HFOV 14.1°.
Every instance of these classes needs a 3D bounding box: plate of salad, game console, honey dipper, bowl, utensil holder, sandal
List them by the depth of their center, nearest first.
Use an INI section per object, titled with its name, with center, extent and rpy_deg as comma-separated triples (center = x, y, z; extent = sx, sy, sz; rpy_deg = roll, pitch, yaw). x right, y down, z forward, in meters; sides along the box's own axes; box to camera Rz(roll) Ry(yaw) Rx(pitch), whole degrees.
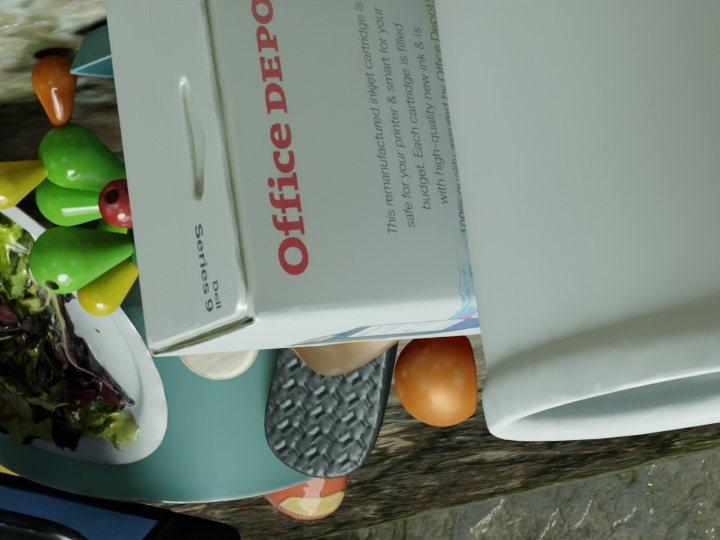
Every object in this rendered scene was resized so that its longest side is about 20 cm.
[utensil holder]
center = 0.110, -0.054, 1.006
extent = 0.169, 0.202, 0.170
rpy_deg = -9, 170, -2
[honey dipper]
center = -0.050, -0.009, 1.306
extent = 0.038, 0.038, 0.200
rpy_deg = -11, -159, 11
[plate of salad]
center = -0.174, 0.024, 1.314
extent = 0.200, 0.200, 0.048
rpy_deg = -23, -154, 55
[game console]
center = -0.175, 0.107, 1.350
extent = 0.199, 0.117, 0.176
rpy_deg = 11, -151, 20
[sandal]
center = 0.000, 0.000, 1.368
extent = 0.075, 0.201, 0.045
rpy_deg = 19, -159, 8
[bowl]
center = -0.096, 0.028, 1.456
extent = 0.199, 0.106, 0.201
rpy_deg = 2, -161, -1

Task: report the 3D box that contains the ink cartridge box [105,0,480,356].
[ink cartridge box]
center = 0.014, -0.049, 1.105
extent = 0.199, 0.146, 0.087
rpy_deg = -4, 171, -33

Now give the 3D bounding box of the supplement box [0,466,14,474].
[supplement box]
center = -0.122, 0.079, 1.857
extent = 0.199, 0.104, 0.131
rpy_deg = -11, 170, 18

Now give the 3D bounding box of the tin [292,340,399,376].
[tin]
center = 0.044, -0.031, 1.259
extent = 0.200, 0.042, 0.112
rpy_deg = -40, -171, 10

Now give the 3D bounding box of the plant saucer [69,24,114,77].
[plant saucer]
center = -0.026, -0.092, 1.210
extent = 0.070, 0.019, 0.199
rpy_deg = -18, 168, 42

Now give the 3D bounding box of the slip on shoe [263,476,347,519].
[slip on shoe]
center = -0.058, 0.073, 1.572
extent = 0.074, 0.062, 0.200
rpy_deg = -9, -155, -22

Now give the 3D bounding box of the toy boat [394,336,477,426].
[toy boat]
center = 0.040, 0.018, 1.567
extent = 0.199, 0.132, 0.130
rpy_deg = -12, 170, 20

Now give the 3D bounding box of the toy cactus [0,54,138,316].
[toy cactus]
center = -0.058, -0.037, 1.218
extent = 0.164, 0.103, 0.200
rpy_deg = 7, -169, 20
